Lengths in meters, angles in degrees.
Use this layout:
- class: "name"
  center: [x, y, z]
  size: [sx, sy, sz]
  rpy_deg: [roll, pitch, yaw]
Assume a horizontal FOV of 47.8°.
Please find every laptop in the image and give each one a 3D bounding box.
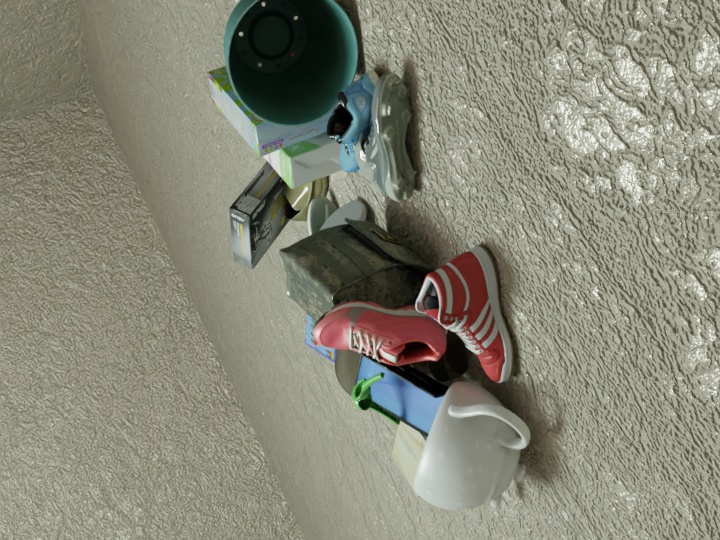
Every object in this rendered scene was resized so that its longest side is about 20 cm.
- class: "laptop"
  center: [0.049, 0.195, 1.299]
  size: [0.175, 0.105, 0.200]
  rpy_deg: [27, -177, 19]

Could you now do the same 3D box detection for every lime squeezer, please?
- class: "lime squeezer"
  center: [0.016, 0.204, 1.303]
  size: [0.070, 0.038, 0.201]
  rpy_deg: [26, 156, 23]

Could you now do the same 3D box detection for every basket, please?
- class: "basket"
  center: [0.022, 0.106, 1.428]
  size: [0.181, 0.134, 0.203]
  rpy_deg: [-126, 28, -47]

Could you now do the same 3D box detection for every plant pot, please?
- class: "plant pot"
  center: [-0.120, -0.343, 1.248]
  size: [0.161, 0.197, 0.204]
  rpy_deg: [-125, 21, -57]

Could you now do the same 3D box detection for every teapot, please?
- class: "teapot"
  center: [0.173, 0.267, 1.193]
  size: [0.144, 0.200, 0.201]
  rpy_deg: [20, 99, 14]

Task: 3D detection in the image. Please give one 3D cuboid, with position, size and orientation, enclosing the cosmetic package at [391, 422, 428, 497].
- class: "cosmetic package"
  center: [0.119, 0.315, 1.474]
  size: [0.104, 0.072, 0.202]
  rpy_deg: [54, 156, 31]

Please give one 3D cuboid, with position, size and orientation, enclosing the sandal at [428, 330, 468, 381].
- class: "sandal"
  center: [0.131, 0.088, 1.240]
  size: [0.055, 0.080, 0.202]
  rpy_deg: [-103, 1, -47]

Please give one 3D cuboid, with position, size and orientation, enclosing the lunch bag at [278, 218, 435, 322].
- class: "lunch bag"
  center: [0.000, 0.000, 1.276]
  size: [0.164, 0.198, 0.119]
  rpy_deg: [39, 145, 44]

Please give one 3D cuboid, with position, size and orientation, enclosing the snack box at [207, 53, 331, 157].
- class: "snack box"
  center: [-0.143, -0.292, 1.375]
  size: [0.200, 0.167, 0.068]
  rpy_deg: [49, 154, 41]

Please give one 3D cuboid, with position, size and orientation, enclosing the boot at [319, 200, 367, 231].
- class: "boot"
  center: [-0.038, -0.021, 1.436]
  size: [0.073, 0.201, 0.095]
  rpy_deg: [35, 177, 45]

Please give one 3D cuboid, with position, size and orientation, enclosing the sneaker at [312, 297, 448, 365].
- class: "sneaker"
  center: [0.029, 0.093, 1.147]
  size: [0.087, 0.196, 0.075]
  rpy_deg: [-90, -2, -54]

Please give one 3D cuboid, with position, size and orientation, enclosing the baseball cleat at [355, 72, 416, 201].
- class: "baseball cleat"
  center: [0.027, -0.193, 1.176]
  size: [0.106, 0.069, 0.203]
  rpy_deg: [26, 136, 39]

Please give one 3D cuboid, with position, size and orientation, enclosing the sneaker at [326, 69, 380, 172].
- class: "sneaker"
  center: [-0.018, -0.221, 1.247]
  size: [0.079, 0.089, 0.201]
  rpy_deg: [57, 158, 24]

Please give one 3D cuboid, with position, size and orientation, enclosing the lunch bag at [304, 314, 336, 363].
- class: "lunch bag"
  center: [-0.018, 0.142, 1.647]
  size: [0.200, 0.093, 0.152]
  rpy_deg: [42, 149, 25]

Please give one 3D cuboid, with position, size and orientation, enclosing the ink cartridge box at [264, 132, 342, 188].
- class: "ink cartridge box"
  center: [-0.119, -0.239, 1.438]
  size: [0.200, 0.116, 0.068]
  rpy_deg: [48, 152, 40]

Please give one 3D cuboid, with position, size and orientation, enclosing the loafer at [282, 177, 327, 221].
- class: "loafer"
  center: [-0.111, -0.154, 1.573]
  size: [0.077, 0.067, 0.201]
  rpy_deg: [55, 157, 26]

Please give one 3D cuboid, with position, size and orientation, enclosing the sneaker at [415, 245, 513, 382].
- class: "sneaker"
  center: [0.142, 0.078, 1.119]
  size: [0.071, 0.111, 0.203]
  rpy_deg: [22, 131, 62]

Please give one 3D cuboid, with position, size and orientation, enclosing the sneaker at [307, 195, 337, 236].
- class: "sneaker"
  center: [-0.065, -0.047, 1.570]
  size: [0.080, 0.069, 0.203]
  rpy_deg: [28, 137, 63]

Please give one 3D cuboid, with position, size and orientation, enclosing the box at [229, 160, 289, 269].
- class: "box"
  center: [-0.187, -0.126, 1.618]
  size: [0.048, 0.201, 0.160]
  rpy_deg: [22, 143, 14]
